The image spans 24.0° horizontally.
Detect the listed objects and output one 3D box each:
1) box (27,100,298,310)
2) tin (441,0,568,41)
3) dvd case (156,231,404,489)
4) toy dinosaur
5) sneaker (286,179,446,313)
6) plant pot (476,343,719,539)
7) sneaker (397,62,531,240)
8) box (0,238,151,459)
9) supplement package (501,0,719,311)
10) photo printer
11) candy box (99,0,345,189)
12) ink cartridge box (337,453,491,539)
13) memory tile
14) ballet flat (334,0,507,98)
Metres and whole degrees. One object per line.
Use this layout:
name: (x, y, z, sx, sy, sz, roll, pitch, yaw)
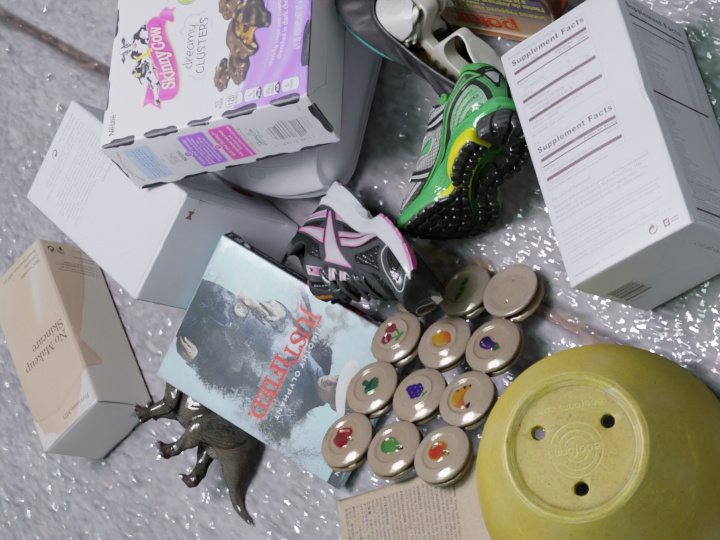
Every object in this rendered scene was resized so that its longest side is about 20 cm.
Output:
box: (-0.186, -0.055, 1.572, 0.200, 0.152, 0.107, 39, 105, 40)
tin: (0.083, -0.241, 1.401, 0.199, 0.112, 0.042, 17, 67, 38)
dvd case: (-0.067, 0.078, 1.477, 0.199, 0.022, 0.147, 30, 102, 15)
toy dinosaur: (-0.139, 0.133, 1.539, 0.102, 0.077, 0.201, -32, 69, 5)
sneaker: (0.000, 0.000, 1.418, 0.086, 0.080, 0.200, -44, 27, -3)
plant pot: (0.163, 0.136, 1.190, 0.198, 0.142, 0.202, -6, 72, 18)
sneaker: (0.083, -0.090, 1.369, 0.200, 0.077, 0.086, 123, 143, -53)
box: (-0.290, 0.078, 1.685, 0.095, 0.077, 0.201, -43, 56, 25)
supplement package: (0.201, -0.089, 1.266, 0.109, 0.113, 0.202, -30, 61, 32)
photo printer: (-0.062, -0.167, 1.541, 0.165, 0.069, 0.202, 11, 87, 40)
candy box: (-0.116, -0.176, 1.448, 0.198, 0.072, 0.169, -12, 57, 22)
ink cartridge box: (0.074, 0.261, 1.330, 0.164, 0.075, 0.202, -21, 67, 35)
memory tile: (0.058, 0.079, 1.367, 0.152, 0.017, 0.201, 4, 58, 42)
ballet flat: (0.065, -0.190, 1.402, 0.200, 0.068, 0.069, 40, 144, 11)
